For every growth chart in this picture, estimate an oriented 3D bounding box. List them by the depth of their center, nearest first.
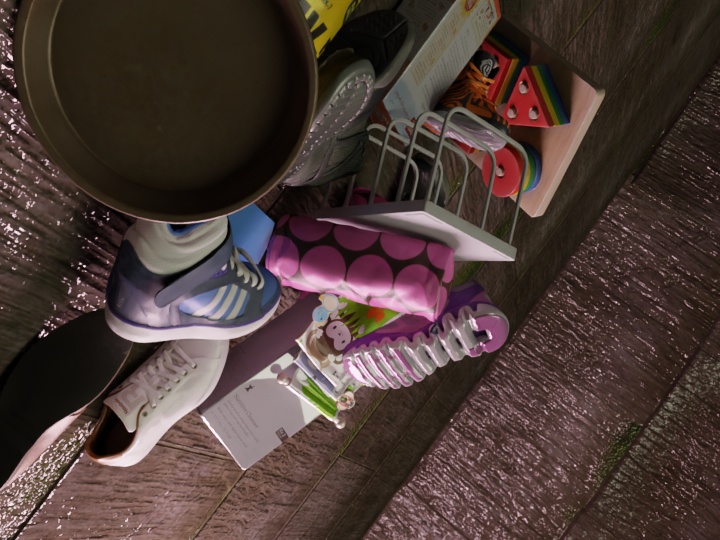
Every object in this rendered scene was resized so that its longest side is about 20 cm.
[{"bbox_3d":[-0.011,0.082,0.998,0.144,0.018,0.201,35,96,-35],"label":"growth chart"}]

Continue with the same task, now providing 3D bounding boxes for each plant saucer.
[{"bbox_3d":[-0.126,-0.130,0.555,0.202,0.197,0.030,-61,-165,21],"label":"plant saucer"}]

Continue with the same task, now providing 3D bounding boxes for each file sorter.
[{"bbox_3d":[0.067,-0.092,0.928,0.137,0.198,0.127,23,78,-35],"label":"file sorter"}]

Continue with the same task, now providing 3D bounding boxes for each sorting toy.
[{"bbox_3d":[0.200,-0.207,1.142,0.069,0.199,0.202,-14,139,-37],"label":"sorting toy"}]

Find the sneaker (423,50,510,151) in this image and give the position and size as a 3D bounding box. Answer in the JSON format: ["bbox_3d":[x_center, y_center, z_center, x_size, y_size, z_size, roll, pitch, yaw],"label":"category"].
[{"bbox_3d":[0.137,-0.219,1.031,0.077,0.200,0.113,32,93,-30],"label":"sneaker"}]

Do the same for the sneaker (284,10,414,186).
[{"bbox_3d":[-0.014,-0.167,0.855,0.201,0.076,0.114,-53,163,6],"label":"sneaker"}]

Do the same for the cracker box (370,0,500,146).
[{"bbox_3d":[0.077,-0.258,0.960,0.201,0.057,0.134,-54,161,-3],"label":"cracker box"}]

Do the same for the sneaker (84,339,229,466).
[{"bbox_3d":[-0.216,0.130,0.897,0.201,0.072,0.085,-53,163,1],"label":"sneaker"}]

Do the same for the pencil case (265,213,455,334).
[{"bbox_3d":[0.000,0.000,0.904,0.094,0.196,0.092,75,30,-77],"label":"pencil case"}]

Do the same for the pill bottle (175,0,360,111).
[{"bbox_3d":[-0.062,-0.214,0.629,0.201,0.114,0.114,-54,161,-1],"label":"pill bottle"}]

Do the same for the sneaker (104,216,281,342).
[{"bbox_3d":[-0.125,-0.015,0.750,0.198,0.081,0.148,-8,137,-48],"label":"sneaker"}]

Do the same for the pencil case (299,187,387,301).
[{"bbox_3d":[-0.012,-0.002,1.102,0.091,0.093,0.202,-32,151,-56],"label":"pencil case"}]

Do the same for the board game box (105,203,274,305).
[{"bbox_3d":[-0.171,-0.020,0.813,0.158,0.039,0.200,-49,155,-2],"label":"board game box"}]

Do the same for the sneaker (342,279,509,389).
[{"bbox_3d":[0.071,0.068,0.978,0.197,0.089,0.081,-21,134,11],"label":"sneaker"}]

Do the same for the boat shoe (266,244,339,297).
[{"bbox_3d":[-0.025,0.013,1.010,0.071,0.197,0.070,-108,-143,-58],"label":"boat shoe"}]

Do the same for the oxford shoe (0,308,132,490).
[{"bbox_3d":[-0.280,0.113,0.755,0.200,0.071,0.071,-46,178,-6],"label":"oxford shoe"}]

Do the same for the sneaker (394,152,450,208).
[{"bbox_3d":[0.066,-0.073,1.212,0.114,0.076,0.201,-48,166,-35],"label":"sneaker"}]

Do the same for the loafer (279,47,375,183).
[{"bbox_3d":[-0.061,-0.132,0.712,0.075,0.070,0.199,-32,179,-39],"label":"loafer"}]

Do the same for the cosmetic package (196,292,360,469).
[{"bbox_3d":[-0.099,0.134,1.038,0.199,0.081,0.114,-36,123,-7],"label":"cosmetic package"}]
